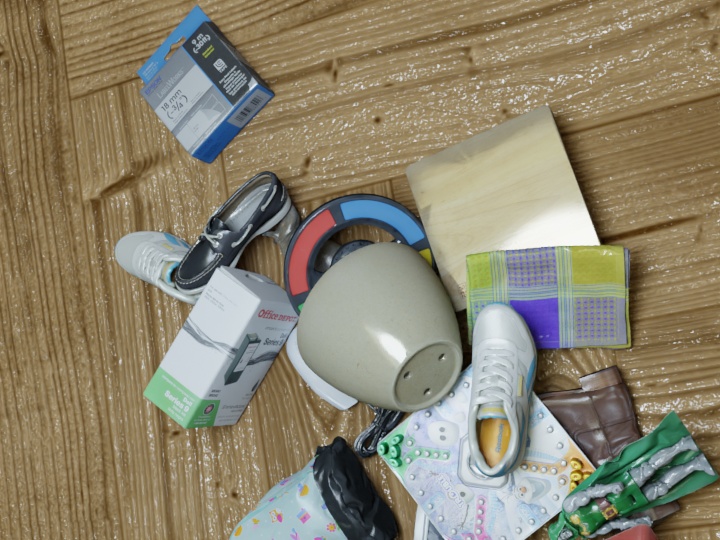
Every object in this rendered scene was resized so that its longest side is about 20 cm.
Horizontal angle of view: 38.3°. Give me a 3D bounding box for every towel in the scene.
[{"bbox_3d":[0.227,0.037,1.253,0.198,0.023,0.145,-1,119,8],"label":"towel"}]

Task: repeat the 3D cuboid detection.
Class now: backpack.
[{"bbox_3d":[-0.073,0.333,1.346,0.199,0.126,0.168,-35,77,18],"label":"backpack"}]

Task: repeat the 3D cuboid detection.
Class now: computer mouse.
[{"bbox_3d":[-0.031,0.147,1.389,0.200,0.044,0.110,40,101,20],"label":"computer mouse"}]

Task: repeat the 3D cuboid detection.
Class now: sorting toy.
[{"bbox_3d":[0.185,-0.073,1.311,0.199,0.070,0.200,-22,77,19],"label":"sorting toy"}]

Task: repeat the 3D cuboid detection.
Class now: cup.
[{"bbox_3d":[0.042,0.087,1.251,0.201,0.200,0.143,-55,44,8],"label":"cup"}]

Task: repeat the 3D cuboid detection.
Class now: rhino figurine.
[{"bbox_3d":[-0.060,-0.035,1.410,0.199,0.060,0.088,33,94,22],"label":"rhino figurine"}]

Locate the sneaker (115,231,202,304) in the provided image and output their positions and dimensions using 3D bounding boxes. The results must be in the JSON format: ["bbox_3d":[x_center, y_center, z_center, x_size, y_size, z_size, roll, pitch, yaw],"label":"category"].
[{"bbox_3d":[-0.272,-0.007,1.472,0.199,0.081,0.077,20,94,23],"label":"sneaker"}]

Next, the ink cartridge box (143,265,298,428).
[{"bbox_3d":[-0.180,0.105,1.397,0.084,0.146,0.201,34,98,21],"label":"ink cartridge box"}]

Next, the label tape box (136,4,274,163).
[{"bbox_3d":[-0.241,-0.278,1.502,0.144,0.063,0.200,-44,72,12],"label":"label tape box"}]

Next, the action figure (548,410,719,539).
[{"bbox_3d":[0.300,0.256,1.181,0.199,0.055,0.118,-35,111,13],"label":"action figure"}]

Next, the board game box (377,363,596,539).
[{"bbox_3d":[0.148,0.231,1.249,0.200,0.026,0.200,-41,78,11],"label":"board game box"}]

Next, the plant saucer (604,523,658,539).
[{"bbox_3d":[0.289,0.415,1.195,0.199,0.037,0.200,-30,103,16],"label":"plant saucer"}]

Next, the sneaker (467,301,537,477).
[{"bbox_3d":[0.161,0.137,1.193,0.076,0.081,0.202,-2,86,18],"label":"sneaker"}]

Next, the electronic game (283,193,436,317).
[{"bbox_3d":[0.000,0.000,1.334,0.198,0.042,0.202,-2,107,-8],"label":"electronic game"}]

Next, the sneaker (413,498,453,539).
[{"bbox_3d":[0.102,0.374,1.299,0.079,0.078,0.202,3,80,11],"label":"sneaker"}]

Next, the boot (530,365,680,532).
[{"bbox_3d":[0.267,0.239,1.259,0.185,0.064,0.201,-24,82,20],"label":"boot"}]

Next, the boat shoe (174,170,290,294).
[{"bbox_3d":[-0.177,-0.053,1.387,0.200,0.060,0.074,-42,57,-10],"label":"boat shoe"}]
